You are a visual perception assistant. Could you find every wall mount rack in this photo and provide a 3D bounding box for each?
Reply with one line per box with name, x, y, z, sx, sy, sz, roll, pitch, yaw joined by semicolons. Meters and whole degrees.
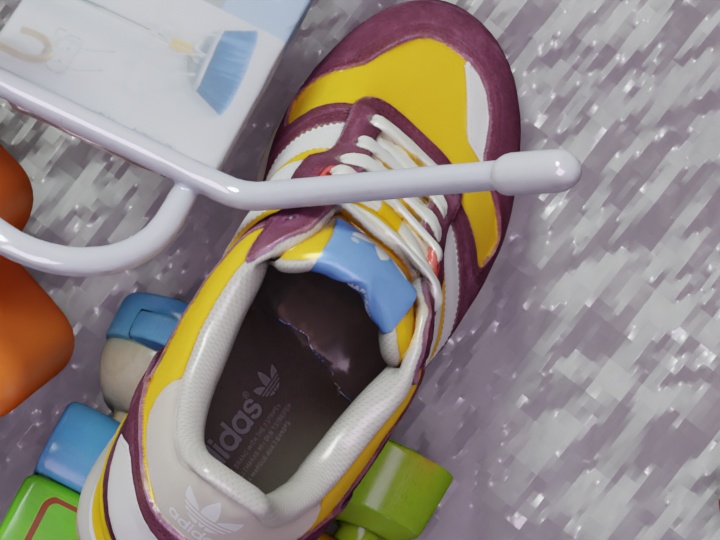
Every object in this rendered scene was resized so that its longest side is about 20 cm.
wall mount rack;-0.017;-0.076;0.762;0.174;0.075;0.200;24;49;2

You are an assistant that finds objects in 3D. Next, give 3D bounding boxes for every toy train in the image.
toy train;-0.006;0.097;0.823;0.200;0.085;0.116;27;76;-2

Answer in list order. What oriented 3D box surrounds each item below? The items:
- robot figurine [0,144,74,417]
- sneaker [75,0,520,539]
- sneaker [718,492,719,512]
robot figurine;-0.167;-0.028;0.800;0.200;0.144;0.117;44;54;0
sneaker;0.000;0.000;0.777;0.075;0.090;0.200;31;61;-9
sneaker;0.202;0.028;0.811;0.115;0.078;0.200;40;116;-10
